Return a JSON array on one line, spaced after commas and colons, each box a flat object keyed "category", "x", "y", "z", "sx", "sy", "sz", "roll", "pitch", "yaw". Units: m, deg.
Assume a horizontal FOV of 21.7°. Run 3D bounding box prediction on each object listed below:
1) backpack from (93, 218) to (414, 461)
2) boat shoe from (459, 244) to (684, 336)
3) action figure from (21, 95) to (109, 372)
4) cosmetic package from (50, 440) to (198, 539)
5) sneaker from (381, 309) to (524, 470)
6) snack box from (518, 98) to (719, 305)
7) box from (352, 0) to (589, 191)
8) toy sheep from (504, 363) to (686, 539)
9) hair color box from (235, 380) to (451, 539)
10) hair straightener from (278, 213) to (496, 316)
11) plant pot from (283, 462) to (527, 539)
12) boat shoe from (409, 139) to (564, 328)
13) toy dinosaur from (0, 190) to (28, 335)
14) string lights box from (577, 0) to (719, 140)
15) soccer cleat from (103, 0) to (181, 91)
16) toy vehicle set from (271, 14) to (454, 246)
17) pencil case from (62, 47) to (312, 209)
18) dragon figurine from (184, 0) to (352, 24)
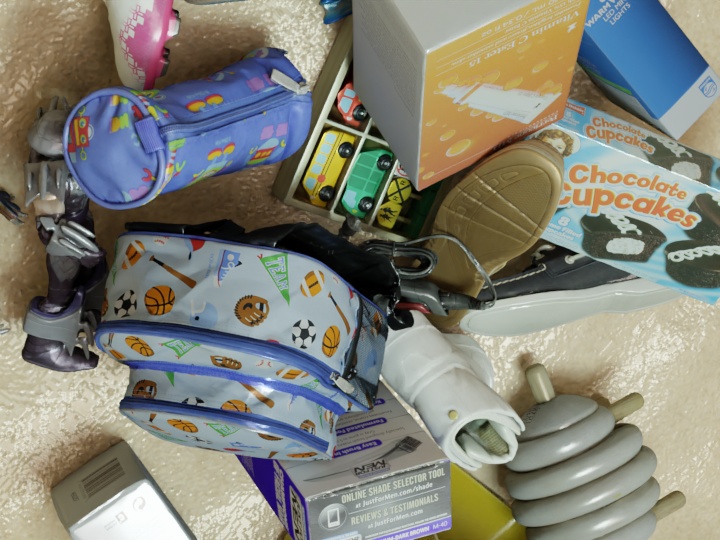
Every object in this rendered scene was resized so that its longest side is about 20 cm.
[{"category": "backpack", "x": -0.087, "y": 0.043, "z": 1.250, "sx": 0.191, "sy": 0.199, "sz": 0.155, "roll": 55, "pitch": 39, "yaw": -61}, {"category": "boat shoe", "x": 0.167, "y": 0.005, "z": 1.479, "sx": 0.199, "sy": 0.074, "sz": 0.061, "roll": -11, "pitch": 71, "yaw": -13}, {"category": "action figure", "x": -0.194, "y": -0.031, "z": 1.271, "sx": 0.069, "sy": 0.130, "sz": 0.200, "roll": 7, "pitch": 128, "yaw": 5}, {"category": "cosmetic package", "x": -0.141, "y": 0.232, "z": 1.392, "sx": 0.074, "sy": 0.102, "sz": 0.200, "roll": -34, "pitch": 108, "yaw": -7}, {"category": "sneaker", "x": 0.076, "y": 0.105, "z": 1.404, "sx": 0.074, "sy": 0.116, "sz": 0.200, "roll": -41, "pitch": 158, "yaw": 8}, {"category": "snack box", "x": 0.202, "y": -0.053, "z": 1.410, "sx": 0.199, "sy": 0.037, "sz": 0.116, "roll": 21, "pitch": 139, "yaw": -7}, {"category": "box", "x": 0.070, "y": -0.157, "z": 1.248, "sx": 0.124, "sy": 0.098, "sz": 0.200, "roll": -27, "pitch": 160, "yaw": -10}, {"category": "toy sheep", "x": 0.180, "y": 0.167, "z": 1.520, "sx": 0.138, "sy": 0.138, "sz": 0.200, "roll": -25, "pitch": 90, "yaw": -13}, {"category": "hair color box", "x": -0.024, "y": 0.125, "z": 1.359, "sx": 0.109, "sy": 0.200, "sz": 0.065, "roll": -13, "pitch": 118, "yaw": -19}, {"category": "hair straightener", "x": 0.000, "y": 0.000, "z": 1.358, "sx": 0.199, "sy": 0.041, "sz": 0.077, "roll": 7, "pitch": 127, "yaw": 4}, {"category": "plant pot", "x": 0.038, "y": 0.264, "z": 1.464, "sx": 0.176, "sy": 0.200, "sz": 0.200, "roll": -43, "pitch": 123, "yaw": 11}, {"category": "boat shoe", "x": 0.092, "y": -0.039, "z": 1.379, "sx": 0.074, "sy": 0.069, "sz": 0.200, "roll": 35, "pitch": 137, "yaw": -4}, {"category": "toy dinosaur", "x": -0.305, "y": 0.018, "z": 1.282, "sx": 0.200, "sy": 0.105, "sz": 0.182, "roll": 43, "pitch": 101, "yaw": 1}, {"category": "string lights box", "x": 0.171, "y": -0.191, "z": 1.370, "sx": 0.059, "sy": 0.103, "sz": 0.200, "roll": -46, "pitch": 123, "yaw": 0}, {"category": "soccer cleat", "x": -0.154, "y": -0.217, "z": 1.240, "sx": 0.086, "sy": 0.070, "sz": 0.201, "roll": 9, "pitch": 108, "yaw": -8}, {"category": "toy vehicle set", "x": 0.029, "y": -0.125, "z": 1.378, "sx": 0.124, "sy": 0.027, "sz": 0.200, "roll": 17, "pitch": 104, "yaw": -29}, {"category": "pencil case", "x": -0.106, "y": -0.097, "z": 1.246, "sx": 0.200, "sy": 0.087, "sz": 0.078, "roll": -25, "pitch": 91, "yaw": -56}, {"category": "dragon figurine", "x": -0.020, "y": -0.210, "z": 1.286, "sx": 0.200, "sy": 0.059, "sz": 0.099, "roll": -32, "pitch": 158, "yaw": 16}]
